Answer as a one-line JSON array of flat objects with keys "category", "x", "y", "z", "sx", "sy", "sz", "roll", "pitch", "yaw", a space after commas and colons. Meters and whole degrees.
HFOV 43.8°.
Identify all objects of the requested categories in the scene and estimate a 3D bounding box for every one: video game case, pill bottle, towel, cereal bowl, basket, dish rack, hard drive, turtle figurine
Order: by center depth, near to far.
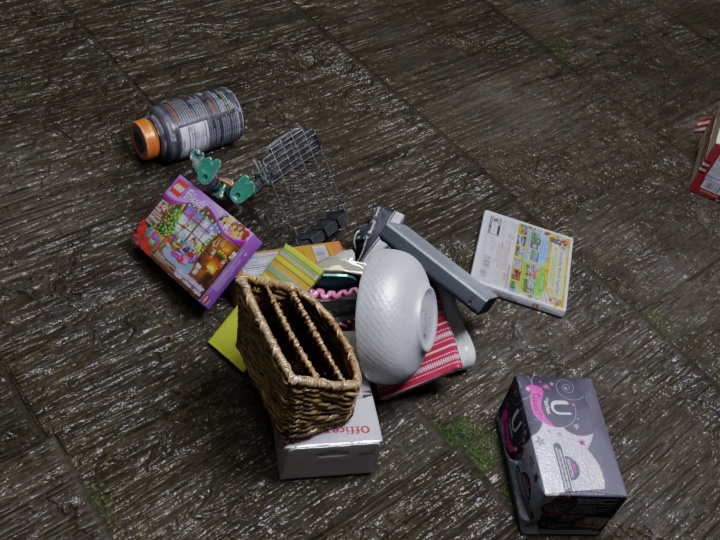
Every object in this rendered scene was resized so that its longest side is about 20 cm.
[{"category": "basket", "x": -0.078, "y": 0.104, "z": 1.232, "sx": 0.140, "sy": 0.151, "sz": 0.201, "roll": -15, "pitch": 50, "yaw": -22}, {"category": "cereal bowl", "x": 0.063, "y": 0.069, "z": 1.321, "sx": 0.082, "sy": 0.203, "sz": 0.202, "roll": 1, "pitch": 41, "yaw": 20}, {"category": "towel", "x": -0.147, "y": 0.058, "z": 1.401, "sx": 0.085, "sy": 0.018, "sz": 0.201, "roll": 34, "pitch": 81, "yaw": 25}, {"category": "hard drive", "x": 0.126, "y": -0.004, "z": 1.435, "sx": 0.199, "sy": 0.033, "sz": 0.139, "roll": 38, "pitch": 10, "yaw": 12}, {"category": "towel", "x": 0.074, "y": 0.102, "z": 1.437, "sx": 0.142, "sy": 0.023, "sz": 0.202, "roll": -23, "pitch": 49, "yaw": 7}, {"category": "dish rack", "x": -0.103, "y": -0.137, "z": 1.546, "sx": 0.054, "sy": 0.203, "sz": 0.153, "roll": -3, "pitch": 27, "yaw": 44}, {"category": "turtle figurine", "x": -0.232, "y": -0.152, "z": 1.560, "sx": 0.146, "sy": 0.103, "sz": 0.200, "roll": 10, "pitch": 3, "yaw": -7}, {"category": "video game case", "x": 0.299, "y": -0.016, "z": 1.654, "sx": 0.178, "sy": 0.023, "sz": 0.202, "roll": 18, "pitch": 45, "yaw": 2}, {"category": "pill bottle", "x": -0.324, "y": -0.267, "z": 1.665, "sx": 0.198, "sy": 0.107, "sz": 0.106, "roll": -23, "pitch": 56, "yaw": -32}]

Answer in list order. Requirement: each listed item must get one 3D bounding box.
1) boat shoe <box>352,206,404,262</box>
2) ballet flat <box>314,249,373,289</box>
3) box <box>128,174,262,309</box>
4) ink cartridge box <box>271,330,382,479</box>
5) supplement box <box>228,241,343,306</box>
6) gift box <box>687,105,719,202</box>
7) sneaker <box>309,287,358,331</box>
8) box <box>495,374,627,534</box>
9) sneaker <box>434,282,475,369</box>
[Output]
[{"category": "boat shoe", "x": 0.017, "y": -0.049, "z": 1.575, "sx": 0.067, "sy": 0.073, "sz": 0.201, "roll": 24, "pitch": 43, "yaw": 6}, {"category": "ballet flat", "x": 0.000, "y": 0.000, "z": 1.455, "sx": 0.195, "sy": 0.070, "sz": 0.070, "roll": 8, "pitch": 45, "yaw": -6}, {"category": "box", "x": -0.271, "y": -0.049, "z": 1.456, "sx": 0.199, "sy": 0.039, "sz": 0.138, "roll": 36, "pitch": 83, "yaw": 30}, {"category": "ink cartridge box", "x": -0.060, "y": 0.194, "z": 1.314, "sx": 0.141, "sy": 0.085, "sz": 0.202, "roll": -1, "pitch": 47, "yaw": -14}, {"category": "supplement box", "x": -0.121, "y": 0.005, "z": 1.491, "sx": 0.196, "sy": 0.067, "sz": 0.070, "roll": -7, "pitch": 52, "yaw": -20}, {"category": "gift box", "x": 0.803, "y": -0.252, "z": 1.906, "sx": 0.182, "sy": 0.201, "sz": 0.189, "roll": 25, "pitch": 61, "yaw": 5}, {"category": "sneaker", "x": -0.042, "y": 0.079, "z": 1.428, "sx": 0.195, "sy": 0.080, "sz": 0.097, "roll": 3, "pitch": 54, "yaw": 13}, {"category": "box", "x": 0.288, "y": 0.268, "z": 1.316, "sx": 0.129, "sy": 0.116, "sz": 0.203, "roll": 4, "pitch": 46, "yaw": -11}, {"category": "sneaker", "x": 0.116, "y": 0.076, "z": 1.480, "sx": 0.083, "sy": 0.074, "sz": 0.202, "roll": -6, "pitch": 51, "yaw": -23}]
